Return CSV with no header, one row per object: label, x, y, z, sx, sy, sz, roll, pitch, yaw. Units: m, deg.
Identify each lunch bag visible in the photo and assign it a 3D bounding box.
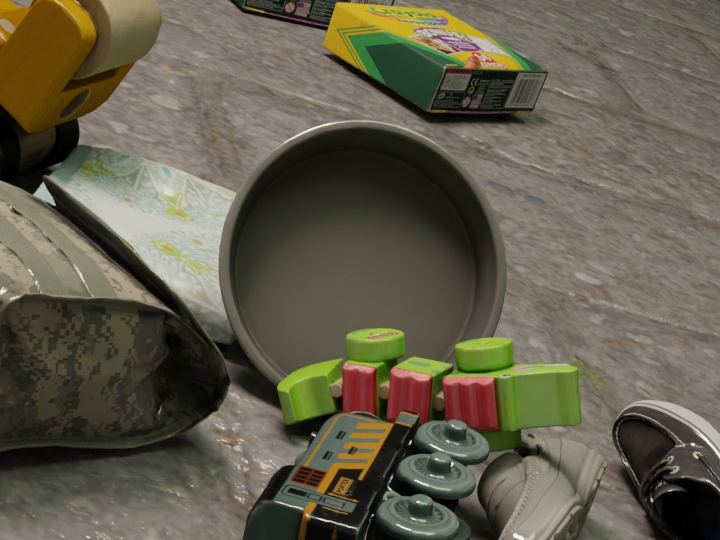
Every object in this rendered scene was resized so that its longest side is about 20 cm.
lunch bag,-0.186,0.022,1.011,0.199,0.119,0.164,5,26,-50

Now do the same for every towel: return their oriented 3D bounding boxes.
towel,-0.151,-0.026,1.247,0.169,0.049,0.200,21,22,-2

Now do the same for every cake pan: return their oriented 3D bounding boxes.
cake pan,0.000,0.000,1.163,0.198,0.202,0.037,18,-10,-9

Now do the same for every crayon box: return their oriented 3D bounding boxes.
crayon box,0.086,-0.241,1.940,0.172,0.059,0.199,36,26,32
crayon box,-0.085,-0.355,2.064,0.198,0.059,0.173,7,26,-34

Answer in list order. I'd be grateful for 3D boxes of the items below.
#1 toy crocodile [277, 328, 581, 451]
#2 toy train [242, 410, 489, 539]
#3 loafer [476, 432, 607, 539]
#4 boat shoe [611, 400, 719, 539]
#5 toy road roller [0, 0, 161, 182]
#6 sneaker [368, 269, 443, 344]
toy crocodile,0.043,0.078,1.081,0.198,0.068,0.062,3,11,23
toy train,0.006,0.135,0.979,0.113,0.086,0.200,15,20,9
loafer,0.103,0.149,1.059,0.069,0.071,0.200,21,13,11
boat shoe,0.224,0.158,1.158,0.066,0.070,0.200,6,34,-38
toy road roller,-0.259,-0.165,1.267,0.146,0.200,0.123,47,25,3
sneaker,-0.002,-0.007,1.268,0.200,0.085,0.078,49,1,43
